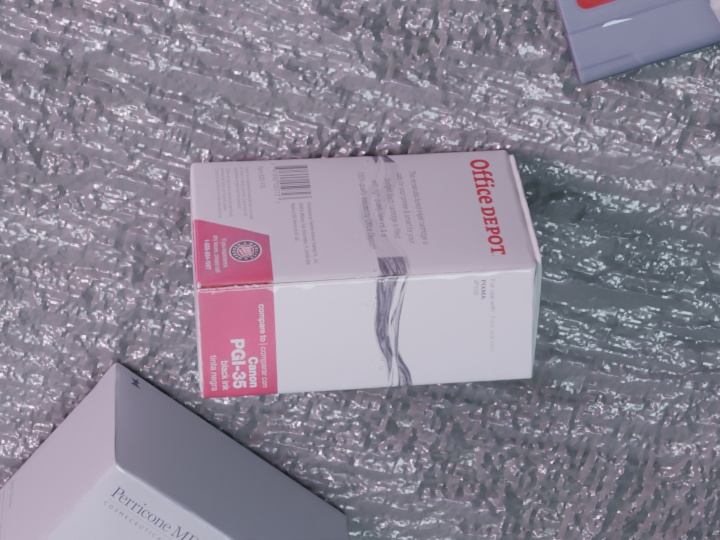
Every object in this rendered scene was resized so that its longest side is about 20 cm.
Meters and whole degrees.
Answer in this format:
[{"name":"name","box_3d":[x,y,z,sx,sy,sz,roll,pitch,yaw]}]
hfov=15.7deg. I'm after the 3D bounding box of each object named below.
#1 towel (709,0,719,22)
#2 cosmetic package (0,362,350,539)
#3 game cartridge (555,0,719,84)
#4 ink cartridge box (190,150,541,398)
[{"name":"towel","box_3d":[0.314,-0.141,1.533,0.171,0.048,0.200,-32,129,10]},{"name":"cosmetic package","box_3d":[-0.139,0.205,1.666,0.199,0.123,0.200,35,110,-22]},{"name":"game cartridge","box_3d":[0.164,-0.213,1.504,0.132,0.041,0.201,-19,120,1]},{"name":"ink cartridge box","box_3d":[0.000,0.000,1.545,0.198,0.147,0.083,-3,121,-4]}]
